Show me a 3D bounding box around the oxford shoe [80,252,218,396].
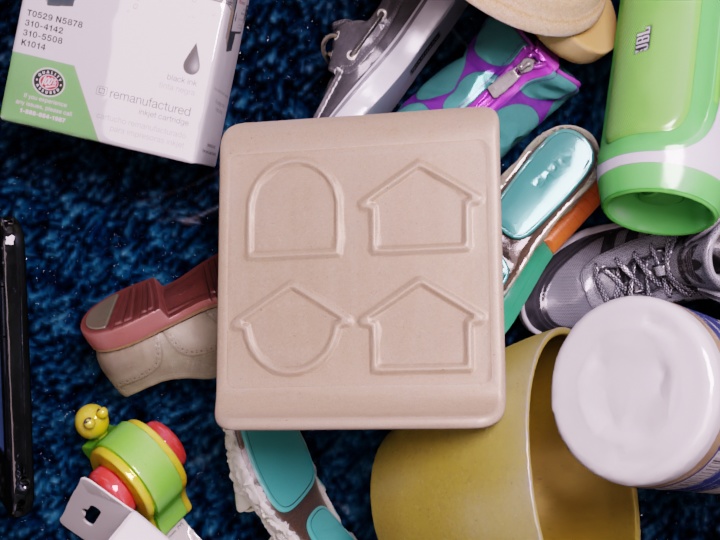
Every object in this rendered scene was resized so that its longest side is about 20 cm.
[{"bbox_3d":[-0.098,0.033,0.795,0.196,0.071,0.076,-16,119,2],"label":"oxford shoe"}]

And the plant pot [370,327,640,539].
[{"bbox_3d":[0.091,0.152,0.737,0.140,0.199,0.204,-14,93,30],"label":"plant pot"}]

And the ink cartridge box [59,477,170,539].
[{"bbox_3d":[-0.147,0.246,0.766,0.199,0.117,0.068,40,52,0],"label":"ink cartridge box"}]

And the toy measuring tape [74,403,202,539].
[{"bbox_3d":[-0.135,0.172,0.786,0.073,0.074,0.200,-42,87,4],"label":"toy measuring tape"}]

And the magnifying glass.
[{"bbox_3d":[0.115,-0.004,0.776,0.200,0.079,0.022,-45,107,-7],"label":"magnifying glass"}]

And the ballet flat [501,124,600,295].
[{"bbox_3d":[0.093,-0.018,0.757,0.199,0.062,0.068,-41,78,-2],"label":"ballet flat"}]

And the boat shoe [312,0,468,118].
[{"bbox_3d":[0.008,-0.158,0.771,0.066,0.070,0.201,38,93,8],"label":"boat shoe"}]

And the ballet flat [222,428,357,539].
[{"bbox_3d":[-0.055,0.180,0.794,0.071,0.072,0.202,-31,90,3],"label":"ballet flat"}]

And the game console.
[{"bbox_3d":[-0.305,0.065,0.773,0.114,0.175,0.204,-3,94,-26],"label":"game console"}]

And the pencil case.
[{"bbox_3d":[0.055,-0.088,0.759,0.200,0.092,0.085,-44,91,5],"label":"pencil case"}]

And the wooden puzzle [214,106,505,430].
[{"bbox_3d":[0.000,0.000,0.690,0.181,0.046,0.204,-2,76,12],"label":"wooden puzzle"}]

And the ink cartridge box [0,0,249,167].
[{"bbox_3d":[-0.156,-0.188,0.765,0.143,0.084,0.204,12,94,1],"label":"ink cartridge box"}]

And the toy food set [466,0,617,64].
[{"bbox_3d":[0.083,-0.227,0.717,0.197,0.049,0.201,-2,60,-36],"label":"toy food set"}]

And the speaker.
[{"bbox_3d":[0.203,-0.130,0.700,0.087,0.089,0.204,11,73,1],"label":"speaker"}]

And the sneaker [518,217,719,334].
[{"bbox_3d":[0.204,-0.002,0.746,0.197,0.114,0.077,-19,92,3],"label":"sneaker"}]

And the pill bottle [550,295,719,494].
[{"bbox_3d":[0.216,0.086,0.705,0.110,0.198,0.113,-10,73,38],"label":"pill bottle"}]
